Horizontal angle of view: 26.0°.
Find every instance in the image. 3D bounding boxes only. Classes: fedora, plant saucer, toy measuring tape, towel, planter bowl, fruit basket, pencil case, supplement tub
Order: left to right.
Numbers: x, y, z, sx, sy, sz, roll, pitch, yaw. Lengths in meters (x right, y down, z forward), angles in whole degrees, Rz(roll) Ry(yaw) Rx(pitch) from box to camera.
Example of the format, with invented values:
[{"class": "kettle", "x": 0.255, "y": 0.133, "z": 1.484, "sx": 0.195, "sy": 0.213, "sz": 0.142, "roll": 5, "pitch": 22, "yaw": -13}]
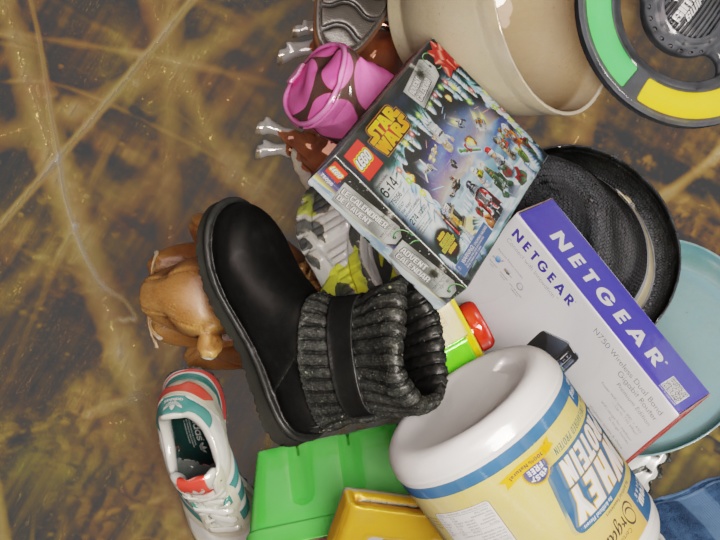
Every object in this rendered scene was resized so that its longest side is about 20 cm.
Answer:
[{"class": "fruit basket", "x": 0.013, "y": 0.244, "z": 1.322, "sx": 0.215, "sy": 0.156, "sz": 0.216, "roll": -3, "pitch": 70, "yaw": 8}, {"class": "pencil case", "x": 0.027, "y": -0.124, "z": 1.307, "sx": 0.091, "sy": 0.200, "sz": 0.094, "roll": -55, "pitch": 40, "yaw": 13}, {"class": "toy measuring tape", "x": 0.051, "y": 0.023, "z": 1.223, "sx": 0.073, "sy": 0.074, "sz": 0.200, "roll": -27, "pitch": 102, "yaw": 8}, {"class": "planter bowl", "x": 0.109, "y": -0.222, "z": 1.320, "sx": 0.135, "sy": 0.200, "sz": 0.201, "roll": -5, "pitch": 85, "yaw": 38}, {"class": "supplement tub", "x": 0.130, "y": 0.171, "z": 1.152, "sx": 0.145, "sy": 0.145, "sz": 0.200, "roll": -35, "pitch": 105, "yaw": 6}, {"class": "fedora", "x": 0.169, "y": -0.026, "z": 1.305, "sx": 0.200, "sy": 0.092, "sz": 0.201, "roll": -7, "pitch": 69, "yaw": 18}, {"class": "plant saucer", "x": 0.238, "y": 0.067, "z": 1.311, "sx": 0.200, "sy": 0.027, "sz": 0.200, "roll": -11, "pitch": 60, "yaw": 19}, {"class": "towel", "x": 0.296, "y": 0.212, "z": 1.256, "sx": 0.200, "sy": 0.112, "sz": 0.049, "roll": -15, "pitch": 125, "yaw": -14}]

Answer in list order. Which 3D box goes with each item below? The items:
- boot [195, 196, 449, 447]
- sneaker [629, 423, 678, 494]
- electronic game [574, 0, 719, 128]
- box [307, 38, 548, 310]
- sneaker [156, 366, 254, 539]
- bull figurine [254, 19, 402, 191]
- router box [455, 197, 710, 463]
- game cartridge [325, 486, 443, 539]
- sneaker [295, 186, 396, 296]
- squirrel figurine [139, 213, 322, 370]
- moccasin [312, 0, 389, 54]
[{"class": "boot", "x": -0.027, "y": 0.023, "z": 1.180, "sx": 0.158, "sy": 0.079, "sz": 0.211, "roll": -24, "pitch": 88, "yaw": 42}, {"class": "sneaker", "x": 0.205, "y": 0.170, "z": 1.324, "sx": 0.090, "sy": 0.066, "sz": 0.200, "roll": 28, "pitch": 94, "yaw": 9}, {"class": "electronic game", "x": 0.276, "y": -0.220, "z": 1.319, "sx": 0.200, "sy": 0.042, "sz": 0.200, "roll": 1, "pitch": 86, "yaw": -13}, {"class": "box", "x": 0.057, "y": -0.079, "z": 1.191, "sx": 0.137, "sy": 0.200, "sz": 0.040, "roll": 44, "pitch": 131, "yaw": -8}, {"class": "sneaker", "x": -0.136, "y": 0.189, "z": 1.350, "sx": 0.070, "sy": 0.093, "sz": 0.200, "roll": -11, "pitch": 106, "yaw": 11}, {"class": "bull figurine", "x": -0.026, "y": -0.130, "z": 1.385, "sx": 0.121, "sy": 0.065, "sz": 0.200, "roll": 17, "pitch": 88, "yaw": 5}, {"class": "router box", "x": 0.151, "y": 0.074, "z": 1.245, "sx": 0.200, "sy": 0.049, "sz": 0.180, "roll": 52, "pitch": 134, "yaw": 15}, {"class": "game cartridge", "x": 0.043, "y": 0.274, "z": 1.265, "sx": 0.176, "sy": 0.032, "sz": 0.200, "roll": 10, "pitch": 114, "yaw": -17}, {"class": "sneaker", "x": 0.000, "y": 0.000, "z": 1.299, "sx": 0.074, "sy": 0.085, "sz": 0.200, "roll": -22, "pitch": 54, "yaw": 22}, {"class": "squirrel figurine", "x": -0.091, "y": 0.024, "z": 1.327, "sx": 0.200, "sy": 0.187, "sz": 0.142, "roll": 9, "pitch": 88, "yaw": 11}, {"class": "moccasin", "x": -0.009, "y": -0.266, "z": 1.364, "sx": 0.074, "sy": 0.078, "sz": 0.202, "roll": 12, "pitch": 63, "yaw": -17}]
